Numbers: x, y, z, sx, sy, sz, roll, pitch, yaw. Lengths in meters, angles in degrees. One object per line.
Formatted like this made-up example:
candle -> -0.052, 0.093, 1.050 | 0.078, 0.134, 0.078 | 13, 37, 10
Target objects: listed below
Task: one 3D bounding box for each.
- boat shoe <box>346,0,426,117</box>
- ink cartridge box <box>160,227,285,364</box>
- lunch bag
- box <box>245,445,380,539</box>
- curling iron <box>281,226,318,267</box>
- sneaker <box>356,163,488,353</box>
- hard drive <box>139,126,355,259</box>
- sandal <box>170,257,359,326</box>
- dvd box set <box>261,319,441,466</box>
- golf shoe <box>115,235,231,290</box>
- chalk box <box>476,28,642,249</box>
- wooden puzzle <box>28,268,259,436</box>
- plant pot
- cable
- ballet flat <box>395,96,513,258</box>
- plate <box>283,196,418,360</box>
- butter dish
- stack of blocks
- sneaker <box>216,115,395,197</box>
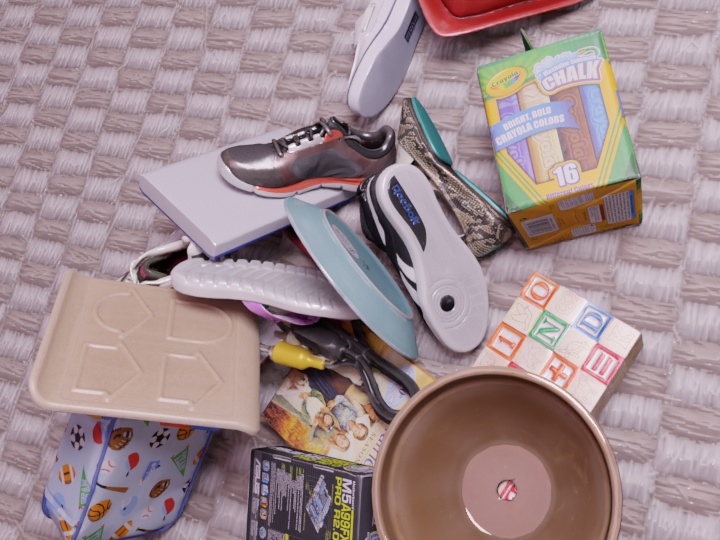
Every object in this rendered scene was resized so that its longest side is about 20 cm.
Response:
boat shoe -> 0.023, -0.266, 0.949 | 0.065, 0.074, 0.201 | 17, 70, 28
ink cartridge box -> -0.166, 0.045, 0.931 | 0.109, 0.050, 0.200 | -44, 65, 3
lunch bag -> -0.226, 0.187, 0.838 | 0.075, 0.160, 0.201 | 36, 110, 32
box -> -0.045, 0.276, 0.763 | 0.159, 0.044, 0.202 | -1, 84, 45
curling iron -> -0.035, -0.015, 0.904 | 0.200, 0.025, 0.050 | 48, 132, 27
sneaker -> 0.062, -0.014, 0.855 | 0.073, 0.112, 0.201 | -26, 98, -16
hard drive -> -0.118, -0.091, 0.894 | 0.199, 0.025, 0.132 | -27, 56, -39
sandal -> -0.089, 0.027, 0.816 | 0.201, 0.083, 0.050 | 12, 115, 11
dvd box set -> -0.001, 0.141, 0.815 | 0.200, 0.029, 0.147 | 35, 93, 42
golf shoe -> -0.233, 0.014, 0.890 | 0.199, 0.088, 0.078 | -30, 67, 11
chalk box -> 0.193, -0.143, 0.809 | 0.123, 0.125, 0.202 | -13, 71, 17
wooden puzzle -> -0.193, 0.082, 0.774 | 0.186, 0.198, 0.047 | -100, 27, -55
plant pot -> 0.117, 0.185, 0.689 | 0.199, 0.093, 0.203 | -5, 75, 19
cable -> -0.006, 0.085, 0.811 | 0.199, 0.051, 0.097 | 29, 58, 30
ballet flat -> 0.081, -0.095, 0.873 | 0.075, 0.068, 0.201 | -40, 67, 15
plate -> 0.000, 0.000, 0.795 | 0.026, 0.200, 0.201 | -38, 64, 10
butter dish -> 0.145, -0.378, 0.869 | 0.198, 0.148, 0.201 | -16, 68, -4
stack of blocks -> 0.163, 0.118, 0.776 | 0.115, 0.059, 0.201 | 32, 87, 26
sneaker -> -0.054, -0.133, 0.877 | 0.198, 0.082, 0.077 | -4, 44, -19
